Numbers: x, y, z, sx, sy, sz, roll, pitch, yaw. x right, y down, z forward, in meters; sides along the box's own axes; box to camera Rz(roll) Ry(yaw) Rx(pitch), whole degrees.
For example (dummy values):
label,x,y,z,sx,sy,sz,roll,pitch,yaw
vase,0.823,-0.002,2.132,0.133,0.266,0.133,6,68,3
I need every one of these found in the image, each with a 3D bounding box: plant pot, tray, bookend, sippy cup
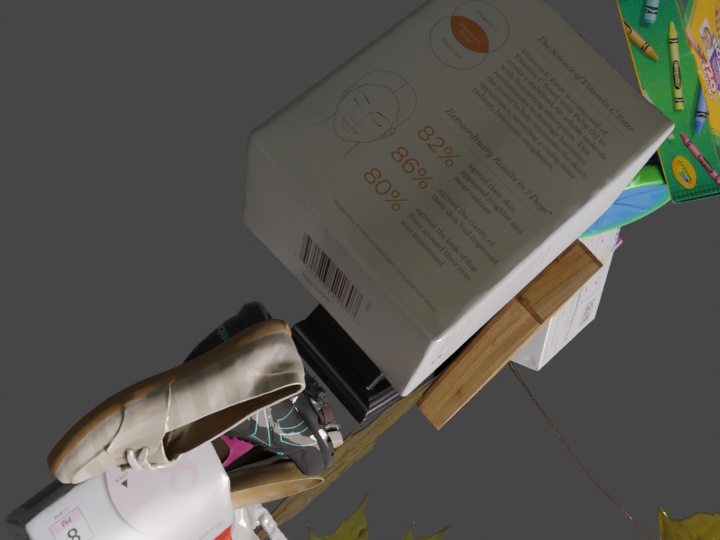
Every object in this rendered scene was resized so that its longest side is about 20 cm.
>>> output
label,x,y,z,sx,sy,sz,roll,pitch,yaw
plant pot,-0.142,0.263,1.252,0.197,0.028,0.200,-12,163,-4
tray,0.125,0.059,0.908,0.098,0.037,0.201,-37,167,-36
bookend,0.068,0.004,0.837,0.200,0.092,0.198,-48,168,18
sippy cup,0.227,-0.116,1.025,0.138,0.132,0.178,-20,163,15

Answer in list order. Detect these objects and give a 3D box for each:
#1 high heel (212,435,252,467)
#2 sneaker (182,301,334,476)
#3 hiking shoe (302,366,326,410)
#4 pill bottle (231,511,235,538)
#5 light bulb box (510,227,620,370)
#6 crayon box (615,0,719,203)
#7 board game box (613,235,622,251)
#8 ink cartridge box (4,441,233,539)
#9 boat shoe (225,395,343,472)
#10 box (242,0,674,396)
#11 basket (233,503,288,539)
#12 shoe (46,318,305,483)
label,x,y,z,sx,sy,sz,roll,pitch,yaw
high heel,-0.156,0.167,0.942,0.096,0.068,0.200,-41,-179,-37
sneaker,-0.081,0.109,0.857,0.079,0.076,0.201,-30,132,-8
hiking shoe,-0.091,0.143,1.044,0.101,0.076,0.200,-47,170,0
pill bottle,-0.218,0.309,1.104,0.114,0.114,0.200,-28,162,-53
light bulb box,0.216,-0.020,1.234,0.199,0.123,0.201,-27,133,-56
crayon box,0.308,-0.177,0.969,0.058,0.203,0.118,-12,-169,38
board game box,0.234,-0.022,1.419,0.200,0.148,0.064,-42,172,-10
ink cartridge box,-0.163,0.231,0.824,0.162,0.202,0.057,-35,-165,-36
boat shoe,-0.101,0.206,1.252,0.071,0.060,0.199,1,158,-45
box,0.053,-0.057,0.609,0.199,0.153,0.107,-39,168,-20
basket,-0.206,0.447,1.475,0.161,0.199,0.199,-46,170,37
shoe,-0.130,0.104,0.741,0.198,0.054,0.070,-29,160,-3
